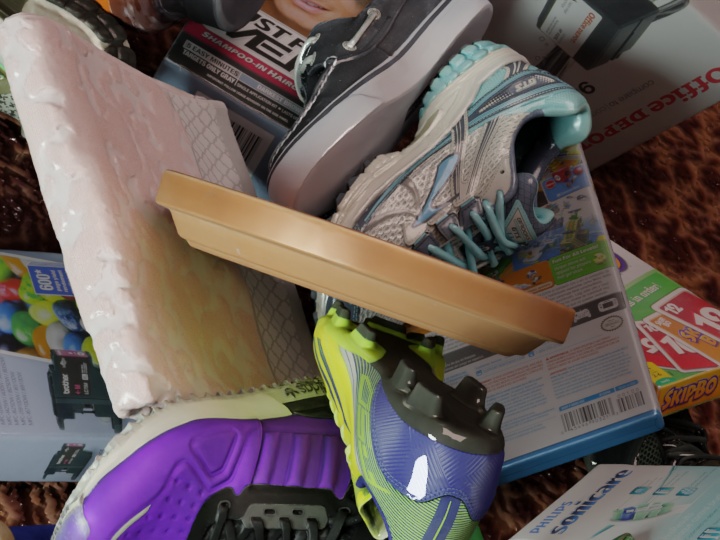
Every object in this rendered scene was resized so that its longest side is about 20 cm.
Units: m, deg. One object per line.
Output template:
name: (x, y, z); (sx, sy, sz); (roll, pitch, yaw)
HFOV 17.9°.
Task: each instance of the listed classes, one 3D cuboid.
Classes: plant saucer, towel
plant saucer: (0.000, 0.000, 1.044); (0.199, 0.200, 0.033); (18, 89, -17)
towel: (-0.090, -0.015, 1.103); (0.191, 0.032, 0.201); (18, 47, -61)

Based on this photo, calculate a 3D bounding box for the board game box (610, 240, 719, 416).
board game box: (0.121, 0.013, 1.241); (0.095, 0.030, 0.200); (-14, 34, -39)

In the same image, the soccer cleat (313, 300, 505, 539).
soccer cleat: (0.010, 0.069, 0.997); (0.064, 0.084, 0.200); (17, 9, -16)

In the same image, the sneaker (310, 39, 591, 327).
sneaker: (0.048, -0.032, 1.177); (0.086, 0.078, 0.201); (22, 69, 29)

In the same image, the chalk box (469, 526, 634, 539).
chalk box: (0.079, 0.204, 0.980); (0.201, 0.124, 0.125); (57, 31, 3)

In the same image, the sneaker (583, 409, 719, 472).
sneaker: (0.172, 0.107, 1.182); (0.076, 0.114, 0.200); (17, 44, -20)

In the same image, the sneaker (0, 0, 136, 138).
sneaker: (-0.216, -0.129, 1.165); (0.200, 0.089, 0.077); (38, 42, -13)

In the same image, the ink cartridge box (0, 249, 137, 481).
ink cartridge box: (-0.180, 0.042, 1.070); (0.199, 0.042, 0.120); (2, 46, -28)

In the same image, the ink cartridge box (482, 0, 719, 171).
ink cartridge box: (0.121, -0.164, 1.318); (0.200, 0.145, 0.084); (36, 44, -30)

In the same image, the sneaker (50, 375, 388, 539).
sneaker: (-0.042, 0.107, 1.009); (0.100, 0.070, 0.200); (45, 34, 24)

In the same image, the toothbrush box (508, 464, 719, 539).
toothbrush box: (0.183, 0.171, 1.036); (0.085, 0.199, 0.147); (-31, 112, -44)

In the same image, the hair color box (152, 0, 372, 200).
hair color box: (-0.046, -0.134, 1.297); (0.099, 0.061, 0.200); (30, 43, -6)

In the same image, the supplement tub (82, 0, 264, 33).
supplement tub: (-0.143, -0.191, 1.212); (0.199, 0.107, 0.107); (22, 40, 19)

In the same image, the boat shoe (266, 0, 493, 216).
boat shoe: (-0.004, -0.101, 1.200); (0.068, 0.072, 0.200); (32, 50, 10)

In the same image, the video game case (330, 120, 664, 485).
video game case: (0.067, 0.019, 1.195); (0.142, 0.018, 0.201); (-20, 53, 10)

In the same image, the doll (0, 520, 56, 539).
doll: (-0.078, 0.148, 1.037); (0.199, 0.049, 0.137); (2, 42, -38)
